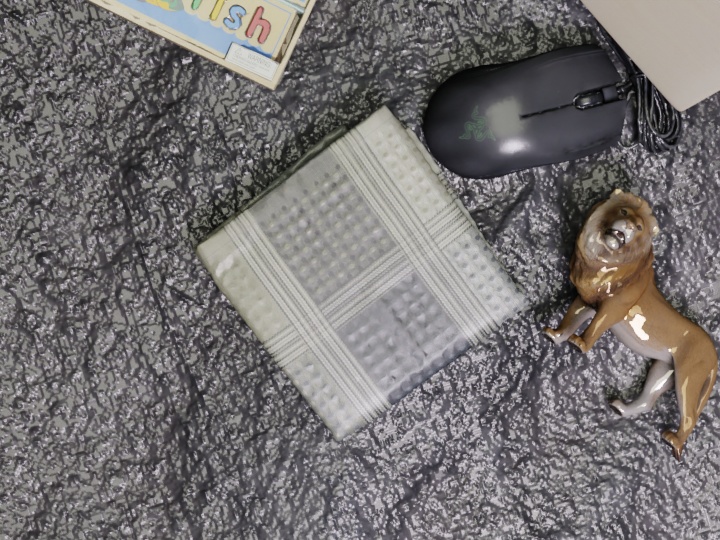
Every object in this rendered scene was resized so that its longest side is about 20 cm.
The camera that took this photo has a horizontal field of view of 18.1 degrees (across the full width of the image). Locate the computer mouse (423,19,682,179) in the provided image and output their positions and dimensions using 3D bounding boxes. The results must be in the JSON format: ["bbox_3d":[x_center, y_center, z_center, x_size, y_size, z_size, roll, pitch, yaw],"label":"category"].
[{"bbox_3d":[0.146,-0.132,1.739,0.198,0.053,0.140,-19,97,-5],"label":"computer mouse"}]

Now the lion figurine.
[{"bbox_3d":[0.223,0.042,1.761,0.123,0.072,0.200,-48,113,-15],"label":"lion figurine"}]

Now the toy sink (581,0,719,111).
[{"bbox_3d":[0.238,-0.243,1.688,0.200,0.130,0.112,47,57,-8],"label":"toy sink"}]

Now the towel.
[{"bbox_3d":[0.000,0.000,1.746,0.192,0.035,0.201,-36,100,0],"label":"towel"}]

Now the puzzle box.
[{"bbox_3d":[-0.125,-0.238,1.711,0.199,0.025,0.134,25,90,-8],"label":"puzzle box"}]
